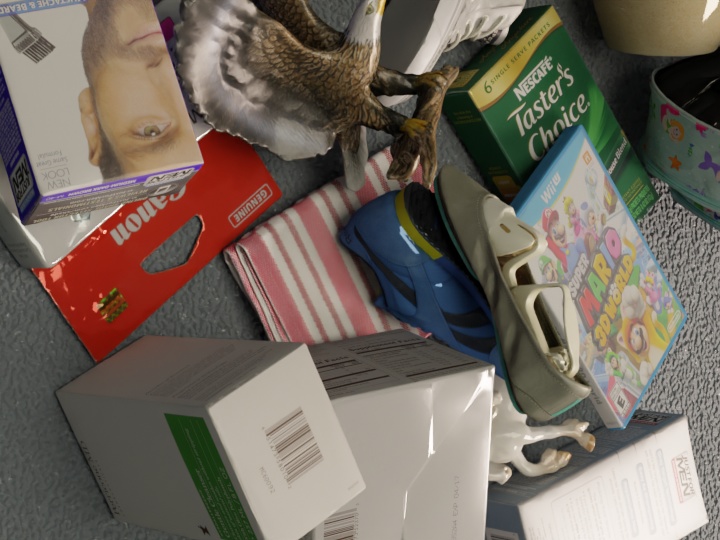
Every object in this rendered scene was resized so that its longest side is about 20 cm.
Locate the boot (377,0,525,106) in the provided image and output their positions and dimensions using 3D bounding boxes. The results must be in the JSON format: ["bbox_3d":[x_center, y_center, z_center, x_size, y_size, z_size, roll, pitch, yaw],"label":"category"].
[{"bbox_3d":[0.078,-0.196,1.235,0.095,0.073,0.201,35,75,-35],"label":"boot"}]

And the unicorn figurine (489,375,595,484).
[{"bbox_3d":[0.118,0.109,1.257,0.137,0.074,0.201,11,54,-24],"label":"unicorn figurine"}]

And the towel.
[{"bbox_3d":[0.000,0.000,1.208,0.200,0.030,0.147,-35,109,-33],"label":"towel"}]

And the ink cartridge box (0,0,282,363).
[{"bbox_3d":[-0.150,-0.064,1.086,0.200,0.043,0.174,-44,113,-28],"label":"ink cartridge box"}]

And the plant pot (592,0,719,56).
[{"bbox_3d":[0.253,-0.282,1.314,0.187,0.187,0.201,-13,112,-35],"label":"plant pot"}]

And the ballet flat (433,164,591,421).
[{"bbox_3d":[0.114,0.007,1.147,0.067,0.064,0.201,7,60,-59],"label":"ballet flat"}]

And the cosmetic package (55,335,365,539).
[{"bbox_3d":[-0.099,0.106,1.026,0.085,0.200,0.108,-33,107,-33],"label":"cosmetic package"}]

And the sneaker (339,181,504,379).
[{"bbox_3d":[0.064,0.022,1.198,0.200,0.078,0.066,47,31,-22],"label":"sneaker"}]

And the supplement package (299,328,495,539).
[{"bbox_3d":[-0.003,0.159,1.128,0.155,0.111,0.201,-8,107,-36],"label":"supplement package"}]

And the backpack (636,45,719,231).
[{"bbox_3d":[0.335,-0.113,1.358,0.199,0.177,0.151,-14,129,-35],"label":"backpack"}]

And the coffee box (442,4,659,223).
[{"bbox_3d":[0.155,-0.100,1.308,0.123,0.044,0.200,-45,115,-27],"label":"coffee box"}]

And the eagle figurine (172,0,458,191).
[{"bbox_3d":[-0.030,-0.148,1.110,0.199,0.152,0.151,24,93,-10],"label":"eagle figurine"}]

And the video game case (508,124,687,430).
[{"bbox_3d":[0.186,0.005,1.275,0.200,0.018,0.143,57,48,-22],"label":"video game case"}]

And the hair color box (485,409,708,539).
[{"bbox_3d":[0.192,0.197,1.327,0.199,0.061,0.099,-21,103,-34],"label":"hair color box"}]

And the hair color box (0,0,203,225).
[{"bbox_3d":[-0.183,-0.139,1.006,0.109,0.065,0.201,-14,81,-27],"label":"hair color box"}]
